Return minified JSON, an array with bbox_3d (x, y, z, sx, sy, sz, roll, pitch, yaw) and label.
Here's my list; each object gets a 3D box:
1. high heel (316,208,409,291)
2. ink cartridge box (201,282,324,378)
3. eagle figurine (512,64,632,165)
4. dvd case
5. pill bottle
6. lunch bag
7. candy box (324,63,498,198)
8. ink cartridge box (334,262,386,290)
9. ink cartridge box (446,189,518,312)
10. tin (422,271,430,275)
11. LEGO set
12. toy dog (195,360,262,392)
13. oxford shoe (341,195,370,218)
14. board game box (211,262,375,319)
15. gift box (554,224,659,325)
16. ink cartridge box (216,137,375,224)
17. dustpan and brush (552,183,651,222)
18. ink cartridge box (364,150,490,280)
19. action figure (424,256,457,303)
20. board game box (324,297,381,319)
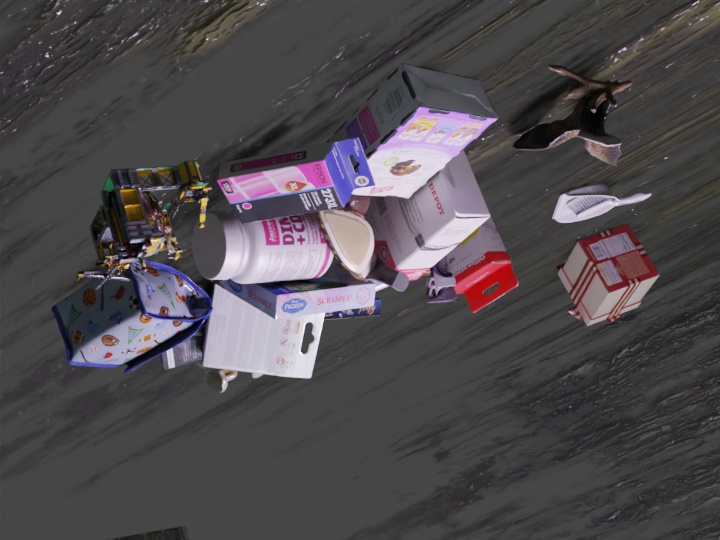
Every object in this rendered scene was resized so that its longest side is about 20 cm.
[{"bbox_3d":[-0.027,-0.042,1.309,0.200,0.142,0.072,42,80,-35],"label":"high heel"},{"bbox_3d":[-0.168,0.097,1.507,0.195,0.047,0.164,8,112,-13],"label":"ink cartridge box"},{"bbox_3d":[0.338,-0.222,1.338,0.150,0.152,0.201,-36,163,-25],"label":"eagle figurine"},{"bbox_3d":[-0.259,0.083,1.522,0.196,0.016,0.152,-15,123,-23],"label":"dvd case"},{"bbox_3d":[-0.144,-0.040,1.299,0.197,0.115,0.113,-4,155,-43],"label":"pill bottle"},{"bbox_3d":[-0.346,0.077,1.367,0.168,0.126,0.199,-28,162,17],"label":"lunch bag"},{"bbox_3d":[0.062,-0.185,1.205,0.165,0.073,0.199,-2,152,-44],"label":"candy box"},{"bbox_3d":[0.000,0.000,1.599,0.194,0.048,0.200,-23,-163,-7],"label":"ink cartridge box"},{"bbox_3d":[0.182,-0.040,1.525,0.115,0.204,0.066,-35,158,35],"label":"ink cartridge box"},{"bbox_3d":[0.148,-0.031,1.753,0.111,0.042,0.198,-37,161,27],"label":"tin"},{"bbox_3d":[-0.272,-0.044,1.133,0.151,0.118,0.199,-4,154,-43],"label":"LEGO set"},{"bbox_3d":[-0.215,0.146,1.683,0.196,0.143,0.193,-11,176,-32],"label":"toy dog"},{"bbox_3d":[-0.053,-0.130,1.264,0.199,0.070,0.074,27,89,-54],"label":"oxford shoe"},{"bbox_3d":[-0.110,0.019,1.416,0.196,0.042,0.198,-6,-160,-40],"label":"board game box"},{"bbox_3d":[0.604,0.015,2.195,0.195,0.188,0.188,-13,151,-14],"label":"gift box"},{"bbox_3d":[-0.084,-0.117,1.158,0.195,0.038,0.095,-10,142,12],"label":"ink cartridge box"},{"bbox_3d":[0.512,-0.145,1.831,0.196,0.058,0.140,-22,161,-3],"label":"dustpan and brush"},{"bbox_3d":[0.094,-0.095,1.364,0.083,0.148,0.200,-3,154,-38],"label":"ink cartridge box"},{"bbox_3d":[0.128,-0.049,1.463,0.067,0.206,0.130,-4,177,-6],"label":"action figure"},{"bbox_3d":[-0.073,0.067,1.681,0.133,0.036,0.197,7,-175,42],"label":"board game box"}]
